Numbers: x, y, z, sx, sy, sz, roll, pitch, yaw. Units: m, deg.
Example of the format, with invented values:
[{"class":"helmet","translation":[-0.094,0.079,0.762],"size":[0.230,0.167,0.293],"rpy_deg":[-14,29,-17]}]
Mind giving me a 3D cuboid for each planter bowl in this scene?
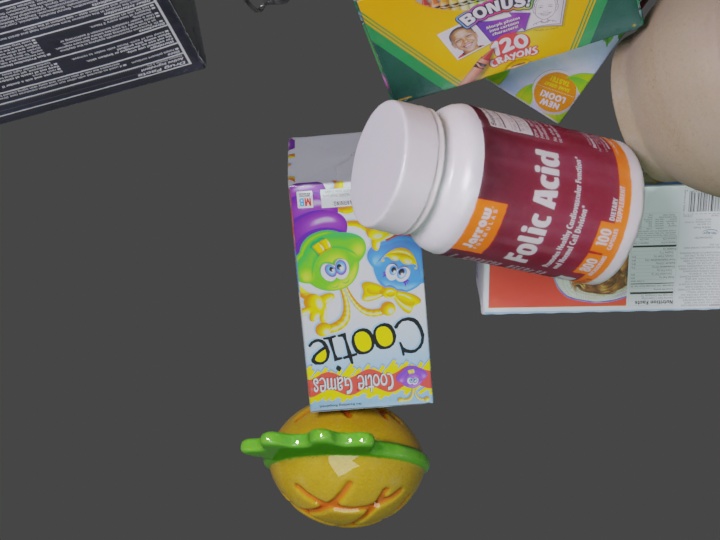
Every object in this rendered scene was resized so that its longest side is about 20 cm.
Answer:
[{"class":"planter bowl","translation":[0.276,-0.140,1.646],"size":[0.134,0.200,0.201],"rpy_deg":[-15,118,34]}]

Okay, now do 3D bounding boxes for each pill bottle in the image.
[{"class":"pill bottle","translation":[0.102,-0.061,1.609],"size":[0.199,0.114,0.115],"rpy_deg":[11,115,-23]}]

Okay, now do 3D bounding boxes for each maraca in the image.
[{"class":"maraca","translation":[-0.019,0.155,1.778],"size":[0.136,0.200,0.108],"rpy_deg":[-8,73,19]}]

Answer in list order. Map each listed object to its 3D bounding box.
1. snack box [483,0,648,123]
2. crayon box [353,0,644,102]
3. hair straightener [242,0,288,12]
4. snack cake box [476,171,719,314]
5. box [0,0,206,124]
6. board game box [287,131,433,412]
[{"class":"snack box","translation":[0.111,-0.226,1.660],"size":[0.199,0.053,0.142],"rpy_deg":[30,112,-14]},{"class":"crayon box","translation":[0.099,-0.208,1.583],"size":[0.199,0.058,0.119],"rpy_deg":[-17,141,6]},{"class":"hair straightener","translation":[-0.064,-0.290,1.637],"size":[0.077,0.041,0.201],"rpy_deg":[13,119,-6]},{"class":"snack cake box","translation":[0.195,-0.030,1.749],"size":[0.199,0.067,0.116],"rpy_deg":[-1,117,-2]},{"class":"box","translation":[-0.237,-0.213,1.565],"size":[0.199,0.124,0.198],"rpy_deg":[-14,158,4]},{"class":"board game box","translation":[0.000,0.000,1.735],"size":[0.102,0.105,0.201],"rpy_deg":[-5,115,1]}]
